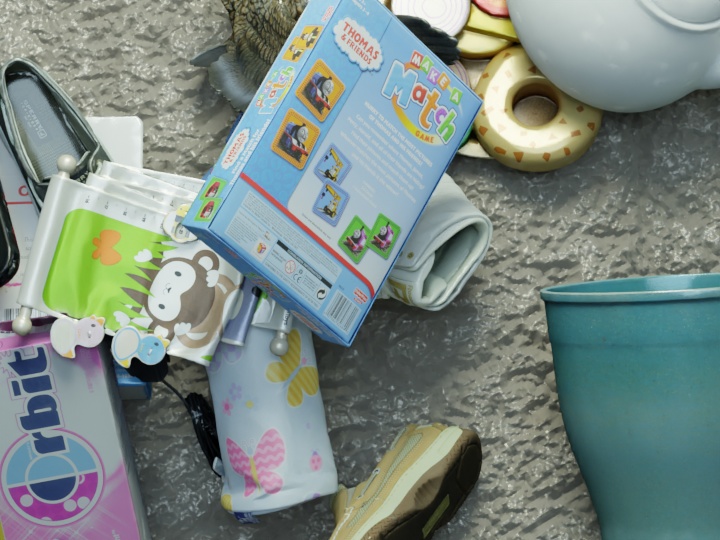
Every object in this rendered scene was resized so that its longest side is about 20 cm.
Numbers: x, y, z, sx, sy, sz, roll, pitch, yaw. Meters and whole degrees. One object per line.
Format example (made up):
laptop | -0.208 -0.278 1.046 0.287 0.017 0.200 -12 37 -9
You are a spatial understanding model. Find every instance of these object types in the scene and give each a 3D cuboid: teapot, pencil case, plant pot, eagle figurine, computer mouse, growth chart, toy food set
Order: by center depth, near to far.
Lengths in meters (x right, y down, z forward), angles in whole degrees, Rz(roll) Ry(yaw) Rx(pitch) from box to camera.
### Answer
growth chart | -0.131 -0.004 1.594 0.198 0.018 0.146 7 84 -4
plant pot | 0.229 0.101 1.645 0.198 0.200 0.190 -3 92 -1
pencil case | -0.072 0.073 1.653 0.083 0.090 0.202 -11 93 -41
computer mouse | -0.131 0.074 1.664 0.034 0.200 0.059 -24 37 14
eagle figurine | -0.047 -0.178 1.693 0.152 0.151 0.200 -43 60 0
teapot | 0.208 -0.221 1.702 0.199 0.146 0.199 4 73 -28
toy food set | 0.097 -0.177 1.772 0.196 0.049 0.201 13 78 3

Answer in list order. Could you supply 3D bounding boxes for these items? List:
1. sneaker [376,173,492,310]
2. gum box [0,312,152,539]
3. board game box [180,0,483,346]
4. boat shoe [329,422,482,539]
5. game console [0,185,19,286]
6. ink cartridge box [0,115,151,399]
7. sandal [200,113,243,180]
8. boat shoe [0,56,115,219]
sneaker | 0.000 0.000 1.695 0.199 0.074 0.116 -36 38 -7
gum box | -0.221 0.127 1.649 0.113 0.066 0.201 -10 107 0
board game box | -0.015 -0.074 1.576 0.151 0.036 0.201 40 73 -36
boat shoe | 0.009 0.178 1.658 0.076 0.072 0.200 15 37 28
game console | -0.366 -0.039 1.663 0.199 0.119 0.173 -30 58 16
ink cartridge box | -0.212 -0.008 1.724 0.114 0.068 0.202 -1 78 -1
sandal | -0.088 -0.061 1.728 0.079 0.087 0.201 26 81 4
boat shoe | -0.207 -0.062 1.663 0.072 0.071 0.201 -35 84 -10
